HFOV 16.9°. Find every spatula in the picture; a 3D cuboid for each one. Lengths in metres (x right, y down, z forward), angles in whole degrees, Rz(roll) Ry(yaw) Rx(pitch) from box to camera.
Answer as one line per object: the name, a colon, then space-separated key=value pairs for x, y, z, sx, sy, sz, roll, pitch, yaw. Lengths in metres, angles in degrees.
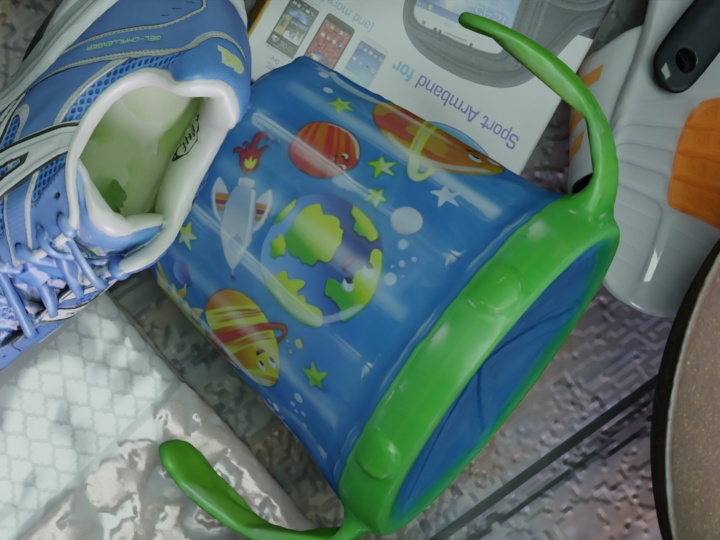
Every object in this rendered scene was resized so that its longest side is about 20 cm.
spatula: x=0.162 y=-0.134 z=0.946 sx=0.057 sy=0.020 sz=0.200 roll=49 pitch=52 yaw=-15

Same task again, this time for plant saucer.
plant saucer: x=0.167 y=0.056 z=0.884 sx=0.199 sy=0.036 sz=0.202 roll=-3 pitch=95 yaw=-41

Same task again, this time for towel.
towel: x=-0.112 y=0.130 z=0.879 sx=0.200 sy=0.032 sz=0.191 roll=-41 pitch=97 yaw=-13

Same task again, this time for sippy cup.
sippy cup: x=0.000 y=0.000 z=0.845 sx=0.130 sy=0.140 sz=0.178 roll=37 pitch=65 yaw=13

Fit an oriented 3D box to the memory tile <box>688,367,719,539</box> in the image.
memory tile: x=0.172 y=0.085 z=0.928 sx=0.152 sy=0.017 sz=0.202 roll=14 pitch=85 yaw=-40

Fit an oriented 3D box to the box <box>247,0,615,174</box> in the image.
box: x=0.032 y=-0.108 z=0.928 sx=0.119 sy=0.041 sz=0.201 roll=31 pitch=77 yaw=-11

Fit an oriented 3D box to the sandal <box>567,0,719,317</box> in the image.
sandal: x=0.120 y=-0.068 z=0.944 sx=0.079 sy=0.059 sz=0.208 roll=33 pitch=58 yaw=-27

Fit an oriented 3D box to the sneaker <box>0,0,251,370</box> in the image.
sneaker: x=-0.108 y=-0.019 z=0.799 sx=0.075 sy=0.077 sz=0.200 roll=29 pitch=110 yaw=-31
